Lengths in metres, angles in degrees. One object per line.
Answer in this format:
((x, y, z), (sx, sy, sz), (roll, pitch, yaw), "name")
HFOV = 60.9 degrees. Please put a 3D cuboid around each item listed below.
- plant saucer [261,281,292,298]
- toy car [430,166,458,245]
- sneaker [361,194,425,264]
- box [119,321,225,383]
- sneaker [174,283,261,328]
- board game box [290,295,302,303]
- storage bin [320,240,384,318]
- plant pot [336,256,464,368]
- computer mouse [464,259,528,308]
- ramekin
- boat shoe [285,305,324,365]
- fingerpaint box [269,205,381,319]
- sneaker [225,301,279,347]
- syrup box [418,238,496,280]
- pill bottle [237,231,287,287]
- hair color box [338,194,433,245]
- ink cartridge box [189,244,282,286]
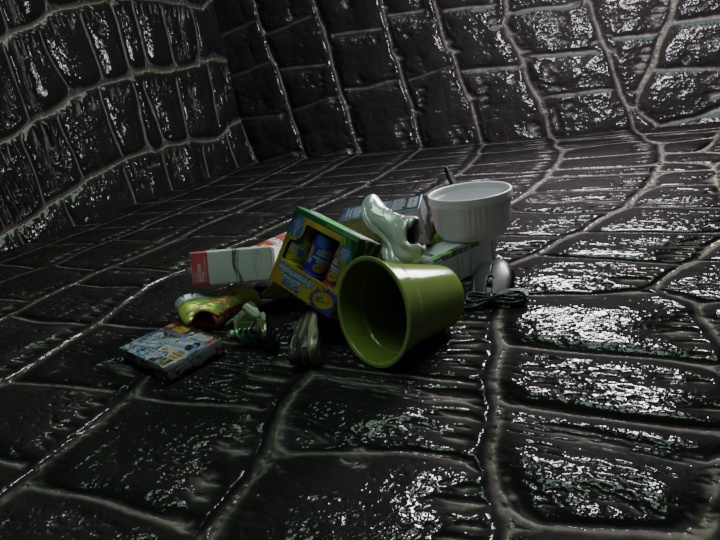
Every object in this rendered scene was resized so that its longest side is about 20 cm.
((-0.118, -0.015, 1.451), (0.200, 0.048, 0.200), (-45, -3, 26), "plant saucer")
((0.246, -0.177, 1.676), (0.157, 0.201, 0.164), (-10, 19, 0), "toy car")
((0.076, -0.089, 1.251), (0.099, 0.201, 0.078), (-43, -29, 26), "sneaker")
((-0.396, 0.167, 1.286), (0.199, 0.040, 0.137), (9, 28, 45), "box")
((-0.324, 0.095, 1.426), (0.199, 0.079, 0.090), (-12, 44, -20), "sneaker")
((-0.089, 0.030, 1.544), (0.199, 0.020, 0.103), (-20, 19, -25), "board game box")
((0.000, 0.000, 1.365), (0.199, 0.094, 0.198), (-26, 9, 34), "storage bin")
((0.089, 0.061, 1.144), (0.189, 0.202, 0.199), (-11, 15, -39), "plant pot")
((0.290, 0.019, 1.321), (0.138, 0.053, 0.200), (-6, 20, 17), "computer mouse")
((0.263, -0.140, 1.462), (0.199, 0.106, 0.200), (-8, 18, 3), "ramekin")
((-0.112, 0.123, 1.210), (0.073, 0.075, 0.200), (-10, 18, 1), "boat shoe")
((-0.076, -0.017, 1.242), (0.200, 0.168, 0.073), (30, 11, 38), "fingerpaint box")
((-0.232, 0.130, 1.283), (0.088, 0.077, 0.200), (-31, 19, -17), "sneaker")
((0.224, -0.027, 1.445), (0.199, 0.082, 0.079), (-24, 24, -30), "syrup box")
((-0.241, -0.024, 1.638), (0.112, 0.113, 0.200), (8, 26, 42), "pill bottle")
((0.060, -0.105, 1.427), (0.199, 0.100, 0.061), (-7, 37, 23), "hair color box")
((-0.287, -0.011, 1.468), (0.198, 0.085, 0.146), (-7, 0, 5), "ink cartridge box")
